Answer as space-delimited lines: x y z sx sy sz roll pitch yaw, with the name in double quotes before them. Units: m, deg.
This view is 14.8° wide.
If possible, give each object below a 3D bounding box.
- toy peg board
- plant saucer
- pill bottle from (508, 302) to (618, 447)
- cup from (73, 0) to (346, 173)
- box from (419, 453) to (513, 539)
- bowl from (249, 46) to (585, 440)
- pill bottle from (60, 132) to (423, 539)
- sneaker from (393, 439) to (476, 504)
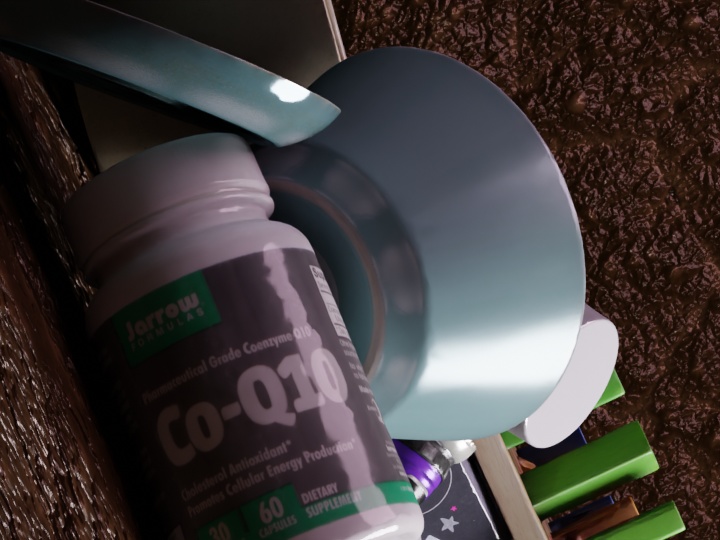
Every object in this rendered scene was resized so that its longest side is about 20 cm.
"toy peg board" 0.140 0.141 1.720 0.199 0.097 0.201 -44 110 -86
"plant saucer" -0.106 -0.095 1.263 0.200 0.199 0.028 30 79 -82
"pill bottle" 0.046 0.017 1.588 0.200 0.112 0.112 32 -14 31
"cup" -0.079 -0.105 1.511 0.200 0.142 0.201 -15 90 -89
"box" 0.027 0.149 1.693 0.132 0.114 0.201 -106 171 -59
"bowl" 0.000 0.000 1.347 0.105 0.200 0.202 -21 86 -48
"pill bottle" -0.058 0.048 1.257 0.113 0.113 0.201 48 18 -75
"sneaker" -0.034 0.089 1.569 0.200 0.100 0.070 26 -17 46
